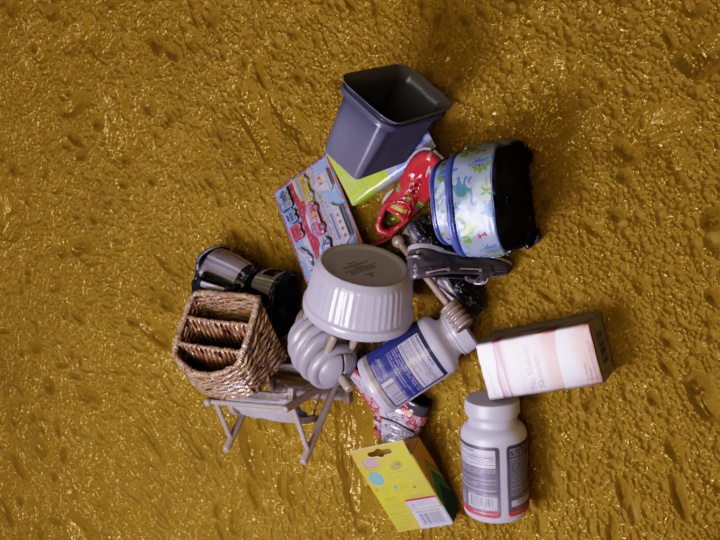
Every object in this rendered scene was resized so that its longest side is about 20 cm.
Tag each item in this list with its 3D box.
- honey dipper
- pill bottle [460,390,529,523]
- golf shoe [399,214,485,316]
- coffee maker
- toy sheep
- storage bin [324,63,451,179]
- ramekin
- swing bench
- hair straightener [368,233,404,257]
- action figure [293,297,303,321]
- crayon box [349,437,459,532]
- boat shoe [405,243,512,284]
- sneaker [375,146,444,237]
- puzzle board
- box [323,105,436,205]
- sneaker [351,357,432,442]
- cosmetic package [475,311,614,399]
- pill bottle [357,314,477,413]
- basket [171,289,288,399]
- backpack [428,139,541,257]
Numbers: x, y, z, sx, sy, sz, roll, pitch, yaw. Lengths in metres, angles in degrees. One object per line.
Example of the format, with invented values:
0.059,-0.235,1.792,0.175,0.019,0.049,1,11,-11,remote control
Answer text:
0.117,0.017,1.395,0.038,0.038,0.201,-46,71,29,honey dipper
0.230,0.317,1.415,0.114,0.115,0.204,2,100,30,pill bottle
0.142,0.002,1.445,0.202,0.077,0.094,57,139,10,golf shoe
-0.226,0.064,1.650,0.198,0.135,0.194,21,136,27,coffee maker
-0.063,0.139,1.468,0.139,0.136,0.201,-60,40,25,toy sheep
0.028,-0.242,1.340,0.145,0.199,0.135,43,126,16,storage bin
0.002,0.031,1.420,0.200,0.202,0.096,24,121,25,ramekin
-0.153,0.246,1.574,0.196,0.200,0.131,-1,119,30,swing bench
0.000,0.000,1.535,0.198,0.041,0.078,-22,89,28,hair straightener
-0.056,0.099,1.574,0.198,0.069,0.132,-10,103,36,action figure
0.082,0.384,1.515,0.126,0.051,0.202,-18,112,32,crayon box
0.163,0.001,1.362,0.067,0.197,0.058,155,121,-62,boat shoe
0.085,-0.125,1.411,0.076,0.085,0.201,32,137,-1,sneaker
-0.083,-0.097,1.563,0.150,0.017,0.203,-31,73,32,puzzle board
0.040,-0.219,1.469,0.199,0.047,0.123,-31,84,30,box
0.031,0.250,1.550,0.200,0.067,0.109,29,110,21,sneaker
0.303,0.142,1.355,0.198,0.087,0.105,-16,92,32,cosmetic package
0.103,0.151,1.439,0.199,0.111,0.112,-34,81,7,pill bottle
-0.262,0.137,1.524,0.198,0.143,0.151,5,129,39,basket
0.190,-0.109,1.304,0.145,0.199,0.186,-4,98,25,backpack
